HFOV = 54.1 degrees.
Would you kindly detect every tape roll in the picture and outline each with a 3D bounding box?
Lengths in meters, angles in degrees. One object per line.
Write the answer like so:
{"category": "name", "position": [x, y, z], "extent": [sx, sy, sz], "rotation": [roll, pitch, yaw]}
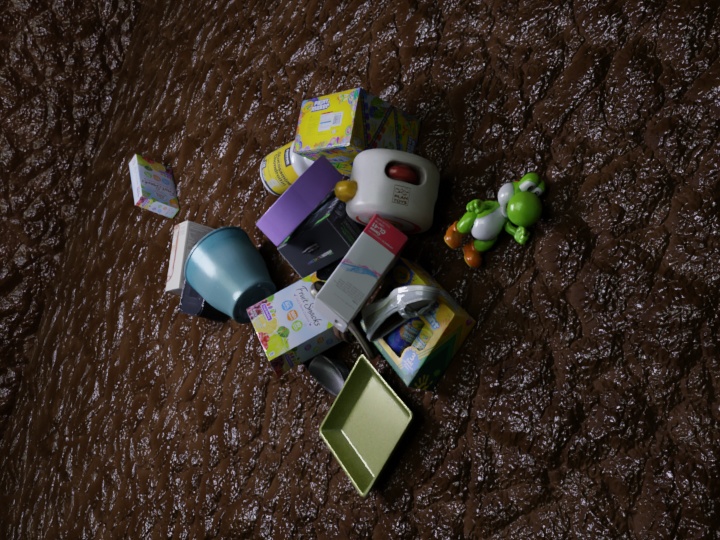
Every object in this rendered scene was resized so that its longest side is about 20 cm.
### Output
{"category": "tape roll", "position": [-0.125, -0.144, 1.459], "extent": [0.200, 0.066, 0.200], "rotation": [-46, 6, 6]}

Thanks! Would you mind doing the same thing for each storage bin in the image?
{"category": "storage bin", "position": [-0.419, 0.031, 1.970], "extent": [0.134, 0.093, 0.205], "rotation": [5, 80, 48]}

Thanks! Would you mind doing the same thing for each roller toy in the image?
{"category": "roller toy", "position": [0.063, -0.150, 1.414], "extent": [0.179, 0.199, 0.143], "rotation": [4, 79, 35]}

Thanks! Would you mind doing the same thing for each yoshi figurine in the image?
{"category": "yoshi figurine", "position": [0.247, -0.088, 1.258], "extent": [0.199, 0.111, 0.113], "rotation": [-42, 65, 28]}

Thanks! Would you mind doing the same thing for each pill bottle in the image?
{"category": "pill bottle", "position": [-0.153, -0.265, 1.754], "extent": [0.198, 0.111, 0.115], "rotation": [-17, 65, 44]}

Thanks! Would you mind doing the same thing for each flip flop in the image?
{"category": "flip flop", "position": [-0.037, 0.107, 1.464], "extent": [0.058, 0.200, 0.081], "rotation": [-45, 5, 21]}

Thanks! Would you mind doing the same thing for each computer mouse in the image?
{"category": "computer mouse", "position": [-0.016, -0.032, 1.537], "extent": [0.198, 0.058, 0.035], "rotation": [-35, 67, 22]}

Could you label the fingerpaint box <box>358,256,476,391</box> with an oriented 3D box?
{"category": "fingerpaint box", "position": [0.104, 0.101, 1.370], "extent": [0.169, 0.072, 0.200], "rotation": [-58, 43, 16]}

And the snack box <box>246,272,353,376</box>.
{"category": "snack box", "position": [-0.133, 0.112, 1.562], "extent": [0.197, 0.068, 0.170], "rotation": [-27, 48, -9]}

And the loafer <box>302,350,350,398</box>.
{"category": "loafer", "position": [-0.086, 0.217, 1.546], "extent": [0.199, 0.071, 0.074], "rotation": [36, 104, 48]}

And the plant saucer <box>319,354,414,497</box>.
{"category": "plant saucer", "position": [0.020, 0.309, 1.415], "extent": [0.200, 0.047, 0.202], "rotation": [45, 111, 47]}

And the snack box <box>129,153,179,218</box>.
{"category": "snack box", "position": [-0.682, -0.279, 2.331], "extent": [0.053, 0.141, 0.203], "rotation": [-43, 48, 28]}

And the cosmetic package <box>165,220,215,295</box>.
{"category": "cosmetic package", "position": [-0.498, -0.031, 2.073], "extent": [0.086, 0.102, 0.205], "rotation": [-12, 67, 47]}

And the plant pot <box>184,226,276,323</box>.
{"category": "plant pot", "position": [-0.315, 0.025, 1.794], "extent": [0.188, 0.198, 0.202], "rotation": [43, 110, 30]}

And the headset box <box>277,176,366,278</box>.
{"category": "headset box", "position": [-0.068, -0.094, 1.543], "extent": [0.172, 0.093, 0.201], "rotation": [-26, 23, 41]}

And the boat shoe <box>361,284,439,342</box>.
{"category": "boat shoe", "position": [0.074, 0.076, 1.305], "extent": [0.200, 0.073, 0.066], "rotation": [-27, 64, 45]}

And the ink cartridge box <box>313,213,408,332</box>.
{"category": "ink cartridge box", "position": [-0.001, 0.008, 1.367], "extent": [0.201, 0.085, 0.148], "rotation": [-52, -3, -13]}

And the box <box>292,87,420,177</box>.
{"category": "box", "position": [-0.009, -0.291, 1.539], "extent": [0.198, 0.190, 0.125], "rotation": [4, 80, 48]}
